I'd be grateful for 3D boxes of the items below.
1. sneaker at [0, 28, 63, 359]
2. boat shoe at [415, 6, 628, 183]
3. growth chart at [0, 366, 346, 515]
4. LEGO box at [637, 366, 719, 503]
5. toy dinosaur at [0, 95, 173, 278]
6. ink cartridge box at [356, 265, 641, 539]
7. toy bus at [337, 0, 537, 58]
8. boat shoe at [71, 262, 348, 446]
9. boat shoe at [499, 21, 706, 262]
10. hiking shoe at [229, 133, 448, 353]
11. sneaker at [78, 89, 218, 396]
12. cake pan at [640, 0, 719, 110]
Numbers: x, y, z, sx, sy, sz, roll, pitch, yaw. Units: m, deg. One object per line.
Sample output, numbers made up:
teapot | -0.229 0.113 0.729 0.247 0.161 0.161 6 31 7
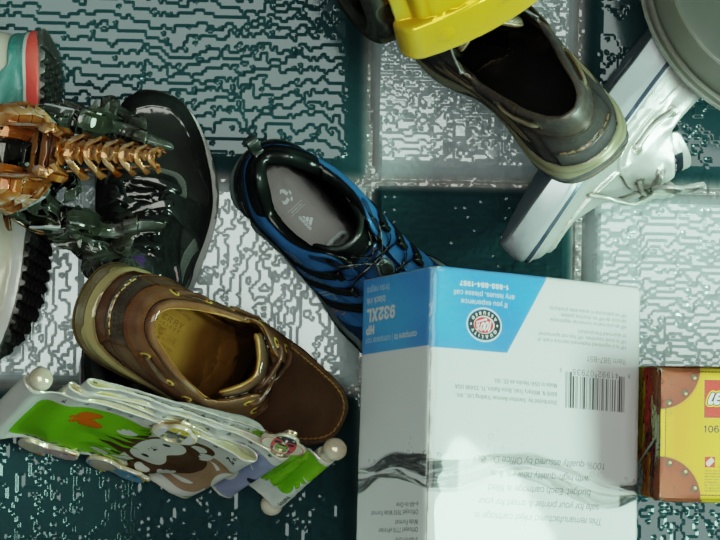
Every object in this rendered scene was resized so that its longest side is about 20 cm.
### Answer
sneaker | -0.232 -0.047 1.547 0.093 0.070 0.200 4 85 5
boat shoe | 0.080 -0.135 1.517 0.074 0.073 0.200 -43 58 -8
growth chart | -0.120 0.101 1.511 0.200 0.145 0.018 15 64 -10
LEGO box | 0.260 0.095 1.512 0.200 0.149 0.077 1 88 -2
toy dinosaur | -0.182 -0.053 1.440 0.200 0.136 0.102 29 100 43
ink cartridge box | 0.078 0.106 1.483 0.145 0.084 0.200 6 81 -31
toy bus | 0.013 -0.249 1.465 0.136 0.192 0.200 -33 50 -10
boat shoe | -0.075 0.058 1.497 0.200 0.068 0.072 30 78 -41
boat shoe | 0.171 -0.071 1.559 0.086 0.075 0.202 39 78 -4
hiking shoe | 0.000 0.000 1.538 0.200 0.087 0.074 39 88 0
sneaker | -0.126 -0.008 1.534 0.076 0.088 0.200 5 88 -1
cake pan | 0.262 -0.180 1.516 0.200 0.037 0.201 -1 80 4
